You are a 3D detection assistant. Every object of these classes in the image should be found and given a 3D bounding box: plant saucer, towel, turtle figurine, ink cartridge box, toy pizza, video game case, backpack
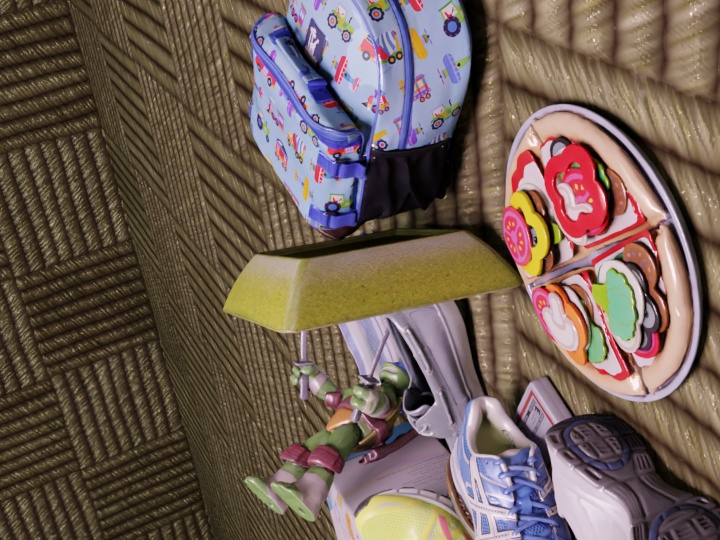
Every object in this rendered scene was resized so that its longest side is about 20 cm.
[{"bbox_3d":[0.000,0.000,0.804,0.200,0.197,0.049,-172,72,-68],"label":"plant saucer"},{"bbox_3d":[0.015,0.057,1.076,0.148,0.024,0.200,64,160,16],"label":"towel"},{"bbox_3d":[-0.038,0.127,0.951,0.143,0.194,0.201,21,148,33],"label":"turtle figurine"},{"bbox_3d":[0.048,0.258,0.986,0.200,0.124,0.130,-142,36,-71],"label":"ink cartridge box"},{"bbox_3d":[0.144,-0.007,0.643,0.201,0.031,0.202,54,155,40],"label":"toy pizza"},{"bbox_3d":[0.176,0.201,0.778,0.201,0.017,0.144,60,158,29],"label":"video game case"},{"bbox_3d":[-0.001,-0.156,0.750,0.184,0.133,0.201,59,155,28],"label":"backpack"}]

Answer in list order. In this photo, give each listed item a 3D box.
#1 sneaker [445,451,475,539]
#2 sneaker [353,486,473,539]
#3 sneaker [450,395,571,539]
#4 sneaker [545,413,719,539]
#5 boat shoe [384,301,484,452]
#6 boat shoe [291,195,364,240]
[{"bbox_3d":[0.130,0.241,0.813,0.200,0.066,0.091,51,154,47],"label":"sneaker"},{"bbox_3d":[0.076,0.264,0.840,0.199,0.091,0.078,36,121,-5],"label":"sneaker"},{"bbox_3d":[0.115,0.182,0.753,0.201,0.075,0.078,-117,18,-49],"label":"sneaker"},{"bbox_3d":[0.189,0.179,0.645,0.200,0.073,0.088,-123,24,-56],"label":"sneaker"},{"bbox_3d":[0.068,0.109,0.894,0.070,0.071,0.203,31,143,61],"label":"boat shoe"},{"bbox_3d":[-0.031,-0.086,0.894,0.070,0.070,0.201,36,-153,-23],"label":"boat shoe"}]
